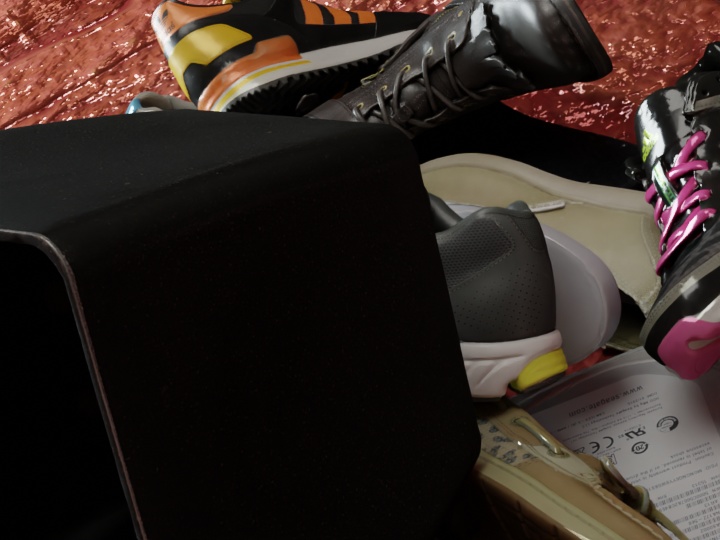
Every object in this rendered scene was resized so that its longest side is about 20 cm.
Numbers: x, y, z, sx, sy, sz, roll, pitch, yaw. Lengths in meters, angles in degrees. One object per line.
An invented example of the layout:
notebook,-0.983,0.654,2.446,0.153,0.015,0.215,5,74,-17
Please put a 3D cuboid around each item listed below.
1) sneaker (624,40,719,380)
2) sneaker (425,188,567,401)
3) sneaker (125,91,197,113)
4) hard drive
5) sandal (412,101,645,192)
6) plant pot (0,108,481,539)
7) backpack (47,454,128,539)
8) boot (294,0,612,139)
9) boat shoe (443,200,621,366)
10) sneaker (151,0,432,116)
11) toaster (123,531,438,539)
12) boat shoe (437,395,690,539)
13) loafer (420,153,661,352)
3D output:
sneaker,0.146,-0.033,0.872,0.200,0.087,0.074,-54,-2,-45
sneaker,0.000,0.000,0.863,0.199,0.085,0.074,7,10,31
sneaker,-0.126,-0.054,1.155,0.200,0.087,0.075,-29,36,-1
hard drive,0.120,0.108,0.830,0.139,0.038,0.200,-22,36,8
sandal,0.070,-0.050,1.059,0.075,0.045,0.200,-42,40,-23
plant pot,-0.073,0.038,0.736,0.200,0.200,0.177,7,28,45
backpack,-0.121,0.087,0.931,0.166,0.127,0.200,-16,32,18
boot,0.021,-0.075,1.002,0.174,0.069,0.200,-35,8,-11
boat shoe,0.037,0.001,0.916,0.200,0.072,0.068,3,16,39
sneaker,-0.029,-0.129,1.116,0.200,0.090,0.070,-20,-22,-51
toaster,-0.052,0.167,0.803,0.200,0.114,0.129,-39,33,-19
boat shoe,0.072,0.085,0.795,0.063,0.073,0.200,-32,31,-18
loafer,0.079,-0.005,0.966,0.199,0.076,0.068,6,40,37
